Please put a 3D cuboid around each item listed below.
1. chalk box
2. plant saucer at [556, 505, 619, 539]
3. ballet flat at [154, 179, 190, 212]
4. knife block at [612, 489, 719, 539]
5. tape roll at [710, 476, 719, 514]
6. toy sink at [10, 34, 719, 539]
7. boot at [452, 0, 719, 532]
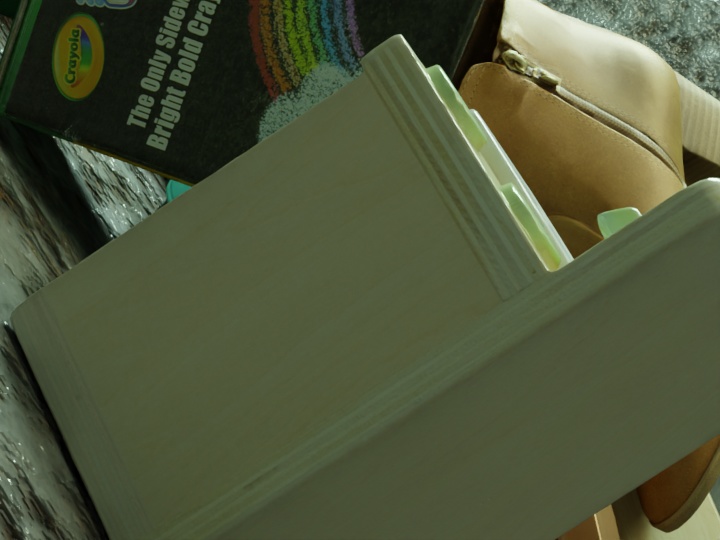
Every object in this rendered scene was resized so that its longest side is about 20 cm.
[{"bbox_3d":[-0.064,-0.104,0.851,0.199,0.125,0.124,21,8,-5],"label":"chalk box"},{"bbox_3d":[0.066,0.121,0.881,0.200,0.032,0.201,172,-90,-77],"label":"plant saucer"},{"bbox_3d":[-0.050,0.003,0.887,0.074,0.074,0.200,56,9,-10],"label":"ballet flat"},{"bbox_3d":[0.098,0.078,0.929,0.200,0.064,0.176,-175,-102,-77],"label":"knife block"},{"bbox_3d":[0.116,0.093,1.127,0.071,0.202,0.202,61,7,29],"label":"tape roll"},{"bbox_3d":[0.018,0.018,0.685,0.112,0.200,0.130,60,7,30],"label":"toy sink"},{"bbox_3d":[0.083,-0.008,0.885,0.144,0.071,0.202,22,58,-18],"label":"boot"}]
